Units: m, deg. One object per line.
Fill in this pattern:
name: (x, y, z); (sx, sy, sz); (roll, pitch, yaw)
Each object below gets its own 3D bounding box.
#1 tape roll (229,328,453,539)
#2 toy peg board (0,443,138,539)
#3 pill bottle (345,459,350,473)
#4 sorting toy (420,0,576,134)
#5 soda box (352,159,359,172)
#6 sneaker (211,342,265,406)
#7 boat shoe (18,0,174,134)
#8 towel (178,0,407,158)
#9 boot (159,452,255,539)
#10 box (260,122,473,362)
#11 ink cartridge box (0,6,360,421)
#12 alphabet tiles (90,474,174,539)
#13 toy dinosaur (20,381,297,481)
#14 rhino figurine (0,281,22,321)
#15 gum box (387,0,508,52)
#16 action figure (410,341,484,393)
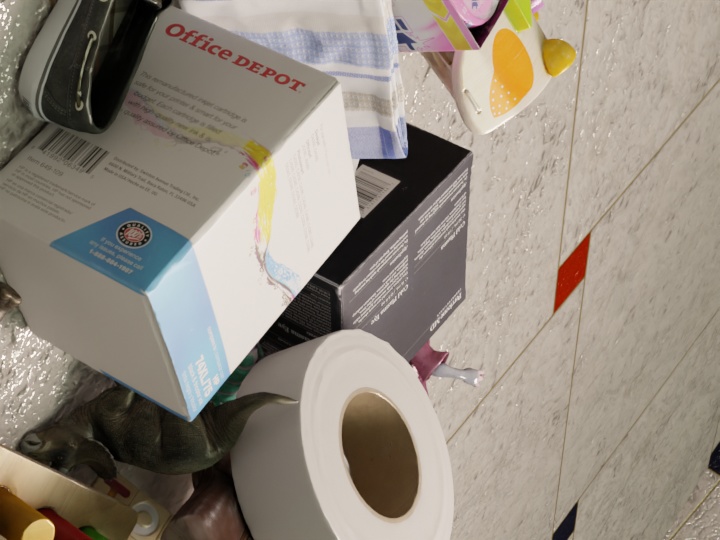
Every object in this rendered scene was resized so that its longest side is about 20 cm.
tape roll: (-0.010, 0.148, 1.234); (0.202, 0.071, 0.203); (33, 46, -43)
toy peg board: (-0.241, 0.227, 1.054); (0.199, 0.098, 0.200); (37, 79, -45)
pill bottle: (-0.089, 0.225, 1.342); (0.200, 0.113, 0.113); (-43, 157, 8)
sorting toy: (0.078, -0.234, 1.243); (0.107, 0.200, 0.180); (-25, 120, 0)
soda box: (-0.022, -0.158, 1.234); (0.068, 0.063, 0.201); (-15, 127, -57)
sneaker: (-0.110, 0.066, 1.295); (0.200, 0.074, 0.088); (100, 11, -47)
boat shoe: (-0.140, -0.176, 0.987); (0.200, 0.057, 0.069); (-64, 156, 1)
towel: (-0.043, -0.141, 1.124); (0.200, 0.146, 0.024); (80, 12, -55)
boot: (-0.091, 0.232, 1.182); (0.200, 0.064, 0.187); (-91, 158, -76)
box: (0.000, 0.000, 1.384); (0.200, 0.104, 0.182); (-45, 149, -35)
ink cartridge box: (-0.118, -0.040, 1.055); (0.200, 0.146, 0.146); (-50, 152, -27)
alphabet tiles: (-0.205, 0.255, 1.191); (0.167, 0.008, 0.200); (41, 65, -21)
toy dinosaur: (-0.144, 0.109, 1.174); (0.077, 0.199, 0.103); (-86, 175, -86)
rhino figurine: (-0.279, 0.021, 0.896); (0.088, 0.060, 0.200); (-54, 153, 5)
gum box: (0.004, -0.237, 1.071); (0.200, 0.113, 0.066); (51, 57, -38)
action figure: (0.037, 0.091, 1.599); (0.148, 0.134, 0.201); (-7, 115, -12)
